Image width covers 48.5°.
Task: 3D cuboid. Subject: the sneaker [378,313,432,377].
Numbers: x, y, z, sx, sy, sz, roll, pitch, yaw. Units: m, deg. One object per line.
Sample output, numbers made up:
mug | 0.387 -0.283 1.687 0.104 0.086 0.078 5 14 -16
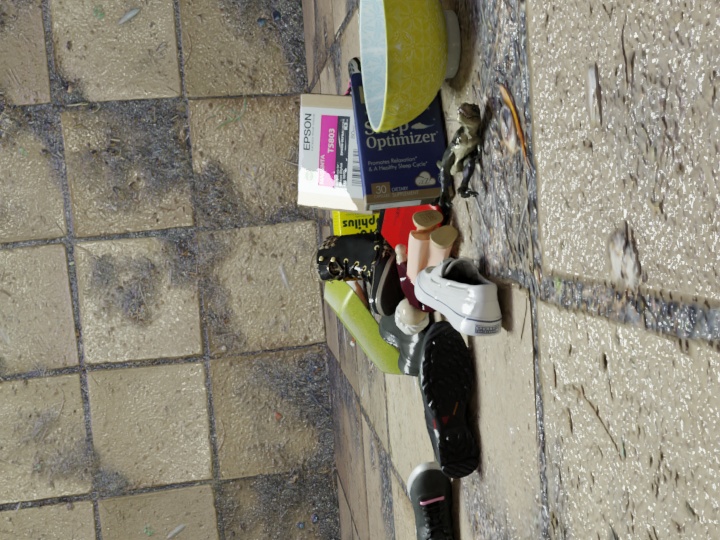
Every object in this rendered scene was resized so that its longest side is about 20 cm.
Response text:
sneaker | 0.082 0.089 1.272 0.200 0.074 0.093 -126 41 -63

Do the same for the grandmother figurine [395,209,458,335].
grandmother figurine | 0.083 0.011 1.120 0.203 0.059 0.122 99 150 -43

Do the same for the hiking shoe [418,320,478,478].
hiking shoe | 0.106 0.166 1.062 0.101 0.074 0.206 -161 66 -78

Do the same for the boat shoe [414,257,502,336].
boat shoe | 0.118 0.017 0.948 0.200 0.072 0.067 -142 52 -66

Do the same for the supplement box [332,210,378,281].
supplement box | 0.005 -0.087 1.555 0.109 0.106 0.206 -156 62 -82

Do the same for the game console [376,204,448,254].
game console | 0.094 -0.119 1.198 0.173 0.118 0.201 49 159 19

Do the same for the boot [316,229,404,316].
boot | 0.000 0.000 1.306 0.203 0.147 0.074 -75 -28 -43

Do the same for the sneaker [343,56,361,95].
sneaker | -0.018 -0.345 1.640 0.074 0.085 0.205 113 152 -74

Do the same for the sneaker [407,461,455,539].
sneaker | 0.114 0.375 1.179 0.100 0.069 0.204 -107 9 -51

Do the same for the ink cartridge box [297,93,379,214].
ink cartridge box | -0.028 -0.211 1.431 0.075 0.161 0.206 -19 -66 -61

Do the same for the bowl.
bowl | 0.064 -0.278 0.990 0.200 0.105 0.206 175 90 -82

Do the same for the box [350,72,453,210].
box | 0.052 -0.187 1.081 0.032 0.118 0.205 97 167 -73

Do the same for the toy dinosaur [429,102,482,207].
toy dinosaur | 0.114 -0.124 0.945 0.200 0.046 0.091 113 165 -75

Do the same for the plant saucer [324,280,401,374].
plant saucer | 0.002 0.104 1.492 0.202 0.048 0.200 55 175 -17

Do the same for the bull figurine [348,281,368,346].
bull figurine | -0.014 0.083 1.970 0.123 0.063 0.204 89 175 -54
